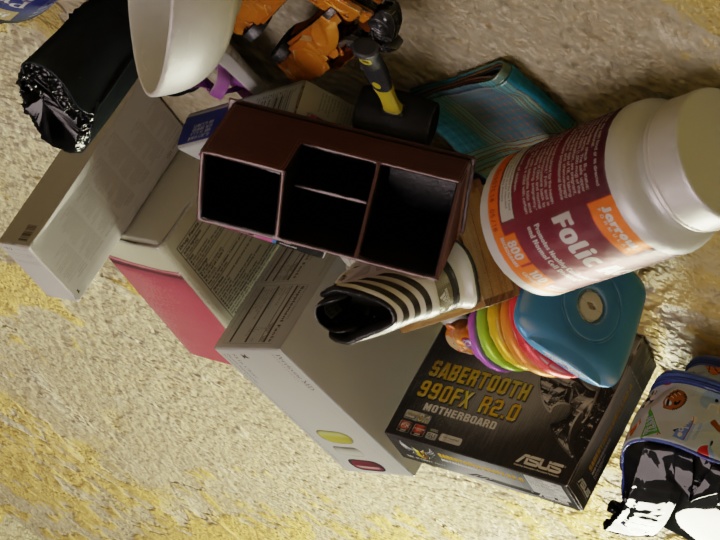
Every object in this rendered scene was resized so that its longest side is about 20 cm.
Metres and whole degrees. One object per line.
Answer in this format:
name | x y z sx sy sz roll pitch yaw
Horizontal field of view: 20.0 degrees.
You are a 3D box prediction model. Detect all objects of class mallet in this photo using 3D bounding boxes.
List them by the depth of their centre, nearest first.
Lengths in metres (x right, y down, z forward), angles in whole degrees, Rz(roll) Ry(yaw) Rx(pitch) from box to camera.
mallet | 0.008 -0.138 1.510 0.066 0.041 0.200 13 170 18

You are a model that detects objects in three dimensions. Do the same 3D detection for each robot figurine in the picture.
robot figurine | -0.041 -0.207 1.537 0.145 0.058 0.200 36 157 -12

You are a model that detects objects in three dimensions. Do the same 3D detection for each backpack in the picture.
backpack | 0.311 0.163 1.725 0.200 0.154 0.191 16 161 18

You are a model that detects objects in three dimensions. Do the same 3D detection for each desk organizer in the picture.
desk organizer | -0.020 -0.062 1.557 0.199 0.077 0.072 14 126 10

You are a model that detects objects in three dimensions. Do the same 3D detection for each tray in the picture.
tray | 0.066 -0.009 1.692 0.099 0.037 0.200 71 160 1

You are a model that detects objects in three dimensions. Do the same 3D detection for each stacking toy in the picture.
stacking toy | 0.132 0.045 1.707 0.116 0.110 0.200 33 154 -24

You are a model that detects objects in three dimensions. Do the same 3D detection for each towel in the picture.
towel | 0.140 -0.085 1.604 0.200 0.022 0.147 41 156 -21

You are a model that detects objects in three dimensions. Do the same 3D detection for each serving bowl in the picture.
serving bowl | -0.123 -0.227 1.480 0.066 0.201 0.200 -2 162 -15

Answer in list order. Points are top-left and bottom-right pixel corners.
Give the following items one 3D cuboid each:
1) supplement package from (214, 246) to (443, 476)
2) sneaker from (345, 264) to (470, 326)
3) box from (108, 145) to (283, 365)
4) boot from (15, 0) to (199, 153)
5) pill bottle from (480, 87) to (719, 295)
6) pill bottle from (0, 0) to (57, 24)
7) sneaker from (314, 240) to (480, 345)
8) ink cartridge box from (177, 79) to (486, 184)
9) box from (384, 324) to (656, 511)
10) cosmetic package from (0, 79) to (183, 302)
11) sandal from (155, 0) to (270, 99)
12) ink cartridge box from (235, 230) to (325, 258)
supplement package | -0.007 0.074 1.929 0.200 0.156 0.111 45 153 -27
sneaker | 0.081 0.003 1.814 0.200 0.078 0.080 16 134 22
box | -0.145 -0.017 1.954 0.109 0.128 0.200 11 149 41
boot | -0.208 -0.162 1.691 0.076 0.168 0.200 25 156 18
pill bottle | 0.190 -0.057 1.464 0.114 0.114 0.200 41 146 -21
pill bottle | -0.276 -0.264 1.645 0.112 0.112 0.200 39 155 -16
sneaker | 0.000 0.000 1.641 0.200 0.115 0.076 25 130 60
ink cartridge box | -0.024 -0.088 1.711 0.200 0.043 0.196 27 161 -28
box | 0.143 0.115 1.824 0.200 0.159 0.048 14 154 36
cosmetic package | -0.243 -0.077 1.864 0.051 0.200 0.083 7 146 43
sandal | -0.131 -0.175 1.666 0.082 0.050 0.203 48 -179 26
ink cartridge box | -0.063 -0.060 1.711 0.094 0.037 0.200 18 164 -1
